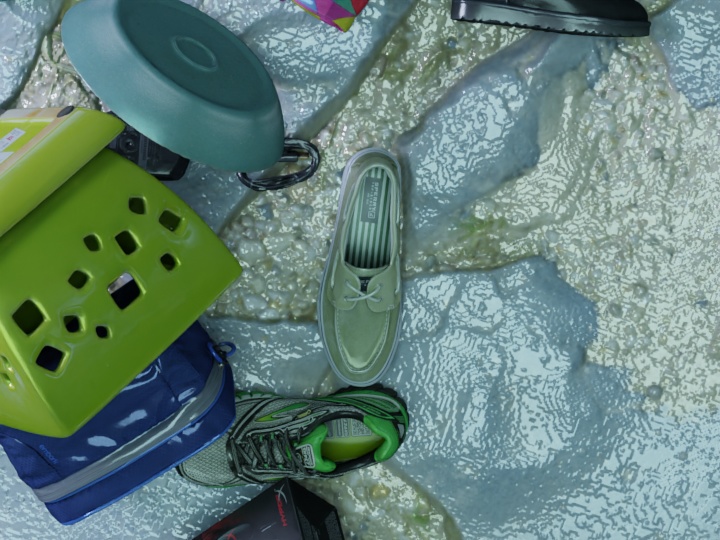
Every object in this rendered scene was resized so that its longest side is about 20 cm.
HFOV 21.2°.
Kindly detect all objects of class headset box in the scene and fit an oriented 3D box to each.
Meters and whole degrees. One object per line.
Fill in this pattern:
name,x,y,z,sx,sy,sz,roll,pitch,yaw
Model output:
headset box,-0.101,0.288,1.568,0.200,0.149,0.075,-35,135,18

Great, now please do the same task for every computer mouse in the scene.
computer mouse,-0.133,-0.097,1.586,0.199,0.034,0.059,7,83,-5

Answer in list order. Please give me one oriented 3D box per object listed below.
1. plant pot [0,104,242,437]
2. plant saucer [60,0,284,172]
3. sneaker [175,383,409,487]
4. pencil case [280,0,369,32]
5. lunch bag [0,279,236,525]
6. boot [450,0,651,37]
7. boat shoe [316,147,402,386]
plant pot,-0.244,-0.012,1.461,0.199,0.200,0.182,-44,116,-24
plant saucer,-0.135,-0.157,1.486,0.200,0.200,0.036,35,118,-4
sneaker,-0.060,0.138,1.592,0.199,0.085,0.078,-13,99,5
pencil case,0.002,-0.287,1.521,0.088,0.088,0.200,35,99,-4
lunch bag,-0.191,0.105,1.562,0.199,0.136,0.133,-30,113,8
boot,0.162,-0.291,1.528,0.164,0.066,0.201,7,95,-1
boat shoe,0.000,0.000,1.578,0.072,0.062,0.201,2,100,1
